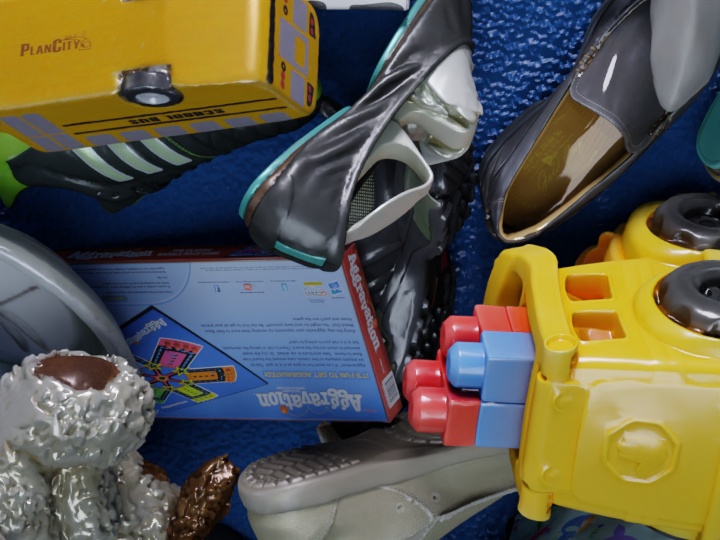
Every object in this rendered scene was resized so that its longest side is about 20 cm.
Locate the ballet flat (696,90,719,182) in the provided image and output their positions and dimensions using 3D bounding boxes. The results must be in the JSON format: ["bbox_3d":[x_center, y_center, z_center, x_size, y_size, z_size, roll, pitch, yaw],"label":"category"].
[{"bbox_3d":[0.244,-0.128,1.326,0.070,0.071,0.201,23,115,-7],"label":"ballet flat"}]

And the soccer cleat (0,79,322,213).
[{"bbox_3d":[-0.113,-0.075,1.382,0.198,0.068,0.082,-4,126,14],"label":"soccer cleat"}]

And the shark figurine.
[{"bbox_3d":[0.134,-0.203,1.272,0.128,0.090,0.215,-40,85,-1],"label":"shark figurine"}]

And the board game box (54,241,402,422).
[{"bbox_3d":[-0.078,0.035,1.411,0.199,0.019,0.104,-1,117,31],"label":"board game box"}]

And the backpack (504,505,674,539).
[{"bbox_3d":[0.156,0.216,1.410,0.199,0.151,0.178,-18,115,47],"label":"backpack"}]

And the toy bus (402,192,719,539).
[{"bbox_3d":[0.117,0.045,1.330,0.190,0.200,0.137,3,118,-4],"label":"toy bus"}]

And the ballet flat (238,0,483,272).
[{"bbox_3d":[0.017,-0.071,1.306,0.068,0.200,0.068,34,151,9],"label":"ballet flat"}]

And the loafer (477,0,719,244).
[{"bbox_3d":[0.137,-0.088,1.344,0.073,0.072,0.200,34,113,-9],"label":"loafer"}]

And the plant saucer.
[{"bbox_3d":[-0.204,0.024,1.416,0.199,0.050,0.201,18,145,13],"label":"plant saucer"}]

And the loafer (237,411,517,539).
[{"bbox_3d":[0.025,0.120,1.371,0.199,0.076,0.069,-10,106,-27],"label":"loafer"}]

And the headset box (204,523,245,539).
[{"bbox_3d":[-0.081,0.242,1.468,0.199,0.174,0.093,33,115,-12],"label":"headset box"}]

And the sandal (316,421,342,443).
[{"bbox_3d":[0.000,0.186,1.465,0.069,0.078,0.212,-34,126,-8],"label":"sandal"}]

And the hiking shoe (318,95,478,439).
[{"bbox_3d":[0.000,0.000,1.410,0.100,0.076,0.201,21,118,15],"label":"hiking shoe"}]

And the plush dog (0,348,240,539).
[{"bbox_3d":[-0.164,0.128,1.372,0.199,0.171,0.162,1,78,44],"label":"plush dog"}]

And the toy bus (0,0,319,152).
[{"bbox_3d":[-0.126,-0.105,1.293,0.198,0.078,0.066,-6,72,24],"label":"toy bus"}]

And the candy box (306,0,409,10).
[{"bbox_3d":[-0.071,-0.223,1.297,0.198,0.072,0.169,1,116,5],"label":"candy box"}]
